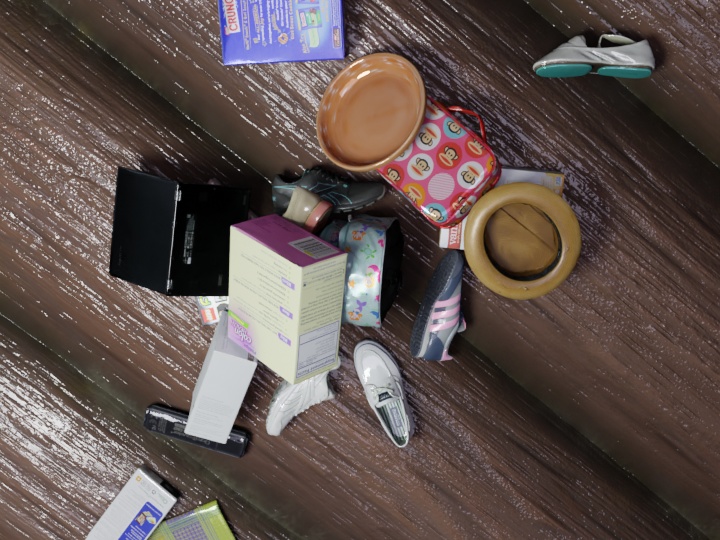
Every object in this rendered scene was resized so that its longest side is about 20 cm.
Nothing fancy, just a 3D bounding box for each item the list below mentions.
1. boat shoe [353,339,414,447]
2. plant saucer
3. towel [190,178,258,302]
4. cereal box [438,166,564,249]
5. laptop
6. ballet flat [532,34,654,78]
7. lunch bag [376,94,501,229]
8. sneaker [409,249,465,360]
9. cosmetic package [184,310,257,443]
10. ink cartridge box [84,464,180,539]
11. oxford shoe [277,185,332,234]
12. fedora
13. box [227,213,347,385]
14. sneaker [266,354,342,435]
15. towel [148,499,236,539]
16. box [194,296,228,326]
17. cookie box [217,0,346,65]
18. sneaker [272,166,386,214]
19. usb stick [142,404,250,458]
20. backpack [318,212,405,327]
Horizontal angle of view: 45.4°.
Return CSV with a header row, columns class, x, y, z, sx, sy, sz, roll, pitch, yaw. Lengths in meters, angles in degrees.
class,x,y,z,sx,sy,sz,roll,pitch,yaw
boat shoe,0.048,0.218,1.528,0.073,0.067,0.202,-26,101,8
plant saucer,0.020,-0.252,1.387,0.198,0.037,0.203,-10,70,27
towel,-0.246,-0.029,1.503,0.200,0.032,0.191,42,101,-8
cereal box,0.236,-0.103,1.456,0.197,0.040,0.146,5,104,2
laptop,-0.303,-0.064,1.439,0.197,0.116,0.190,1,107,-28
ballet flat,0.374,-0.346,1.386,0.197,0.070,0.071,0,104,-2
lunch bag,0.126,-0.188,1.391,0.176,0.082,0.200,-47,72,11
sneaker,0.153,0.064,1.495,0.081,0.070,0.202,15,107,-18
cosmetic package,-0.235,0.185,1.480,0.080,0.113,0.202,16,121,-11
ink cartridge box,-0.433,0.472,1.614,0.094,0.037,0.201,38,95,2
oxford shoe,-0.117,-0.058,1.430,0.075,0.070,0.201,39,124,6
fedora,0.259,-0.055,1.404,0.197,0.082,0.204,0,109,0
box,-0.118,0.041,1.346,0.175,0.096,0.203,28,123,39
sneaker,-0.098,0.220,1.533,0.098,0.078,0.202,28,104,-7
towel,-0.333,0.533,1.646,0.198,0.023,0.145,-24,100,8
box,-0.243,-0.015,1.472,0.108,0.035,0.203,-12,103,4
cookie box,-0.125,-0.422,1.380,0.197,0.075,0.174,-2,104,3
sneaker,-0.056,-0.135,1.446,0.197,0.075,0.080,-8,101,4
usb stick,-0.301,0.295,1.583,0.197,0.033,0.056,17,111,-1
backpack,0.000,0.000,1.410,0.148,0.200,0.180,4,105,2
